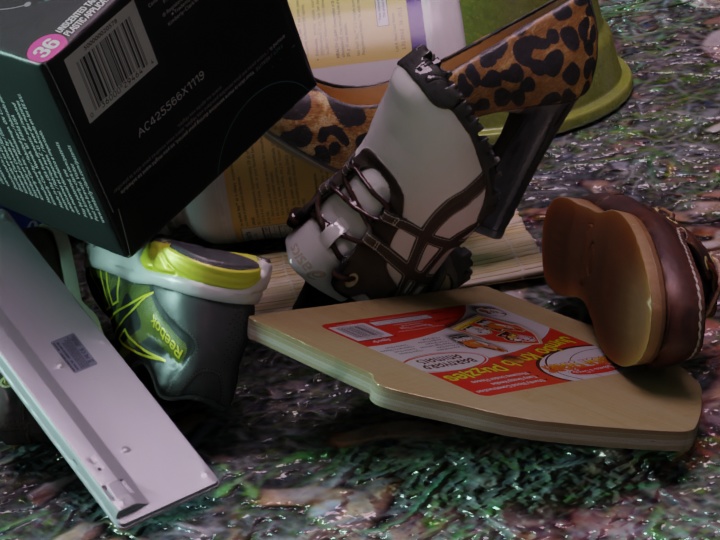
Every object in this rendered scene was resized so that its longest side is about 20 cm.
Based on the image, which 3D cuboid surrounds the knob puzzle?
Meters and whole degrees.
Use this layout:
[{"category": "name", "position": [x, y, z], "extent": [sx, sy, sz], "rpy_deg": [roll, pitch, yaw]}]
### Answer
[{"category": "knob puzzle", "position": [0.074, 0.057, 1.269], "extent": [0.218, 0.031, 0.220], "rpy_deg": [9, 14, -2]}]

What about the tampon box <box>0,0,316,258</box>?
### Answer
[{"category": "tampon box", "position": [-0.154, -0.123, 1.332], "extent": [0.199, 0.127, 0.150], "rpy_deg": [22, 55, 37]}]

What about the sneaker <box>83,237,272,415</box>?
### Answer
[{"category": "sneaker", "position": [-0.103, 0.029, 1.348], "extent": [0.074, 0.085, 0.200], "rpy_deg": [12, -5, -15]}]

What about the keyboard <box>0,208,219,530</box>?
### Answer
[{"category": "keyboard", "position": [-0.143, 0.043, 1.274], "extent": [0.056, 0.011, 0.200], "rpy_deg": [-18, 53, -34]}]

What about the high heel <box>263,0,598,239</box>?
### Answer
[{"category": "high heel", "position": [0.023, -0.115, 1.411], "extent": [0.199, 0.143, 0.071], "rpy_deg": [22, 16, -19]}]

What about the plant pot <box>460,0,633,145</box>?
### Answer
[{"category": "plant pot", "position": [0.069, -0.199, 1.713], "extent": [0.199, 0.185, 0.201], "rpy_deg": [-6, 21, 2]}]

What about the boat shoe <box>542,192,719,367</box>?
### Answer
[{"category": "boat shoe", "position": [0.145, 0.000, 1.326], "extent": [0.070, 0.071, 0.200], "rpy_deg": [6, 15, -10]}]

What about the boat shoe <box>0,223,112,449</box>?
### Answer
[{"category": "boat shoe", "position": [-0.170, 0.029, 1.365], "extent": [0.060, 0.072, 0.201], "rpy_deg": [-7, 24, -13]}]

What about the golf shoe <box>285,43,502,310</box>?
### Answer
[{"category": "golf shoe", "position": [0.011, -0.027, 1.333], "extent": [0.094, 0.200, 0.078], "rpy_deg": [-25, 59, -21]}]

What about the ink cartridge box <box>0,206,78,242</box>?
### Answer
[{"category": "ink cartridge box", "position": [-0.188, -0.062, 1.568], "extent": [0.044, 0.095, 0.200], "rpy_deg": [12, 28, 36]}]

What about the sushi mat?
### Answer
[{"category": "sushi mat", "position": [0.000, 0.000, 1.471], "extent": [0.199, 0.012, 0.096], "rpy_deg": [-9, 23, -8]}]

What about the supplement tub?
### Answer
[{"category": "supplement tub", "position": [-0.037, -0.092, 1.529], "extent": [0.199, 0.146, 0.146], "rpy_deg": [-6, 22, 1]}]
